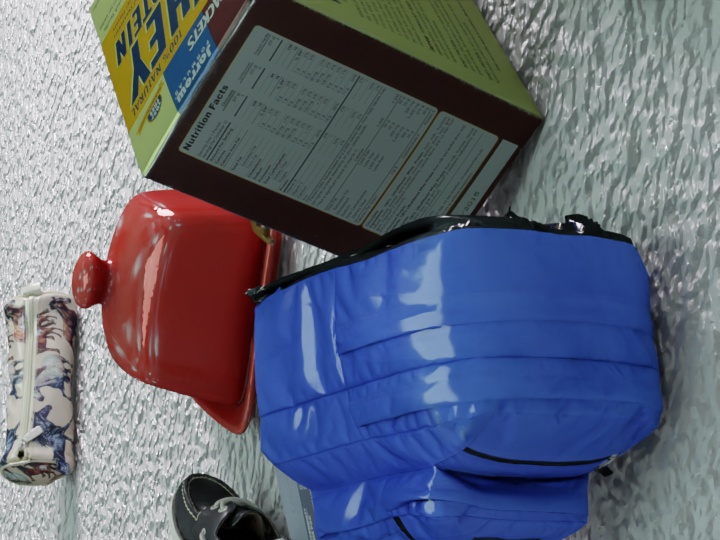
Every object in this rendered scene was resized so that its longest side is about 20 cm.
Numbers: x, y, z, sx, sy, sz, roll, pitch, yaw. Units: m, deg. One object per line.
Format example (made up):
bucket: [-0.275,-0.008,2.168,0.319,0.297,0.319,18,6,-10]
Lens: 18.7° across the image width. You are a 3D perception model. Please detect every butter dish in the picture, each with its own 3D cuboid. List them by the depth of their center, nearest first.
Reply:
butter dish: [-0.154,0.013,1.723,0.200,0.146,0.202,-153,69,-68]

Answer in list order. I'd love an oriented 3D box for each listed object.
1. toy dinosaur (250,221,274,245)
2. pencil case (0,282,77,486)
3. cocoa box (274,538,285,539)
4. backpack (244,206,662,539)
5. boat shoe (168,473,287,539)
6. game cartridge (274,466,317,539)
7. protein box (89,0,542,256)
toy dinosaur: [-0.043,-0.071,1.537,0.061,0.106,0.200,50,166,1]
pencil case: [-0.335,0.119,2.280,0.090,0.077,0.202,91,178,-72]
cocoa box: [-0.125,0.288,1.460,0.200,0.133,0.132,-41,65,37]
backpack: [0.062,0.060,1.124,0.200,0.161,0.169,-28,67,51]
boat shoe: [-0.088,0.202,1.603,0.200,0.073,0.061,-121,41,-54]
game cartridge: [-0.020,0.129,1.430,0.133,0.041,0.202,-17,84,65]
protein box: [-0.032,-0.125,1.308,0.135,0.199,0.199,-55,32,22]
